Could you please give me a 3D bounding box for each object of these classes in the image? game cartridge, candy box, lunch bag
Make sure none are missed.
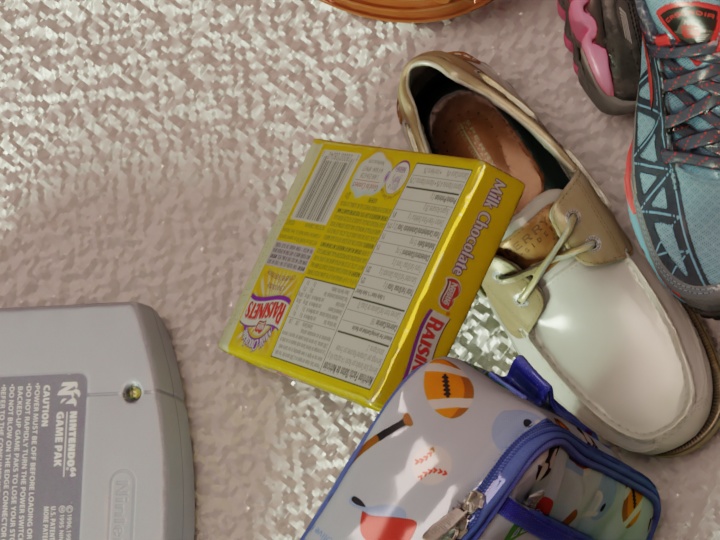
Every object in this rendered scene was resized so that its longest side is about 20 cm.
[{"bbox_3d":[-0.138,0.115,1.297,0.132,0.041,0.201,-4,76,24],"label":"game cartridge"},{"bbox_3d":[0.000,0.000,1.205,0.026,0.200,0.103,24,87,-20],"label":"candy box"},{"bbox_3d":[0.040,0.115,1.138,0.075,0.200,0.161,35,91,24],"label":"lunch bag"}]

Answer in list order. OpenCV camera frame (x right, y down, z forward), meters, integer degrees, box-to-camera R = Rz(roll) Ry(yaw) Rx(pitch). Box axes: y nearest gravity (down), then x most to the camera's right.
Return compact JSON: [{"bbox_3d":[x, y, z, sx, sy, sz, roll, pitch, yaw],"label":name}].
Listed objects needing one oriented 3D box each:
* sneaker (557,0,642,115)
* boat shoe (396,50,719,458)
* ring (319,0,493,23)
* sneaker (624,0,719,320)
[{"bbox_3d":[0.127,-0.165,1.251,0.095,0.079,0.201,0,81,0],"label":"sneaker"},{"bbox_3d":[0.074,-0.007,1.227,0.075,0.068,0.200,-40,67,8],"label":"boat shoe"},{"bbox_3d":[-0.010,-0.186,1.249,0.199,0.201,0.019,21,47,24],"label":"ring"},{"bbox_3d":[0.130,-0.082,1.156,0.079,0.095,0.201,-5,75,21],"label":"sneaker"}]
